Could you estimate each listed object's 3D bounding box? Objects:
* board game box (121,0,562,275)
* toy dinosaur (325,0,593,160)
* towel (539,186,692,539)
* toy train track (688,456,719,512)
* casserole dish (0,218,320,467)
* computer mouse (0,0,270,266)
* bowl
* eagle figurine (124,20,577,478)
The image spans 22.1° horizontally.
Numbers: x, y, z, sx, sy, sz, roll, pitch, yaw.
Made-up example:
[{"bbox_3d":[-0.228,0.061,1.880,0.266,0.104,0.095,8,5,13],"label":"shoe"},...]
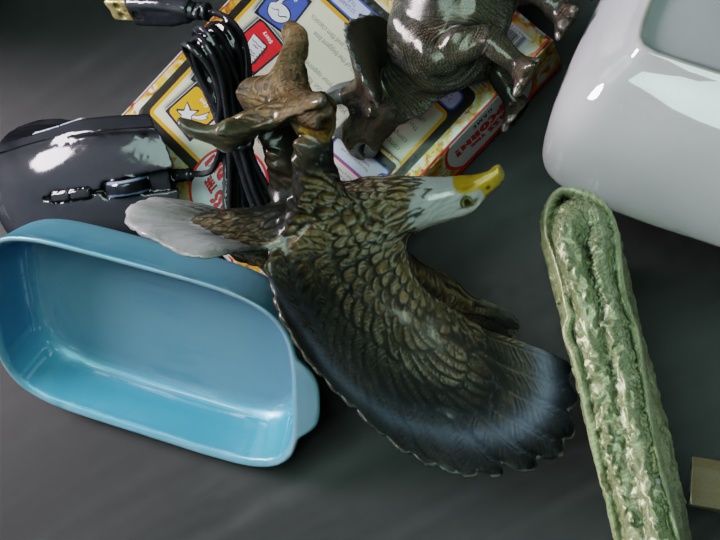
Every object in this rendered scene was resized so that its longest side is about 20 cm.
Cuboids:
[{"bbox_3d":[-0.016,-0.091,0.980,0.200,0.046,0.151,-46,73,1],"label":"board game box"},{"bbox_3d":[0.057,-0.137,0.910,0.102,0.077,0.201,32,89,9],"label":"toy dinosaur"},{"bbox_3d":[0.126,0.071,0.863,0.036,0.148,0.201,-15,72,8],"label":"towel"},{"bbox_3d":[0.212,0.072,0.896,0.114,0.033,0.202,10,71,-8],"label":"toy train track"},{"bbox_3d":[-0.106,0.032,0.950,0.199,0.122,0.039,15,43,17],"label":"casserole dish"},{"bbox_3d":[-0.134,-0.071,0.950,0.199,0.046,0.142,4,108,35],"label":"computer mouse"},{"bbox_3d":[0.202,-0.104,0.874,0.198,0.075,0.201,19,52,15],"label":"bowl"},{"bbox_3d":[0.006,-0.001,0.849,0.150,0.201,0.152,-4,32,40],"label":"eagle figurine"}]
